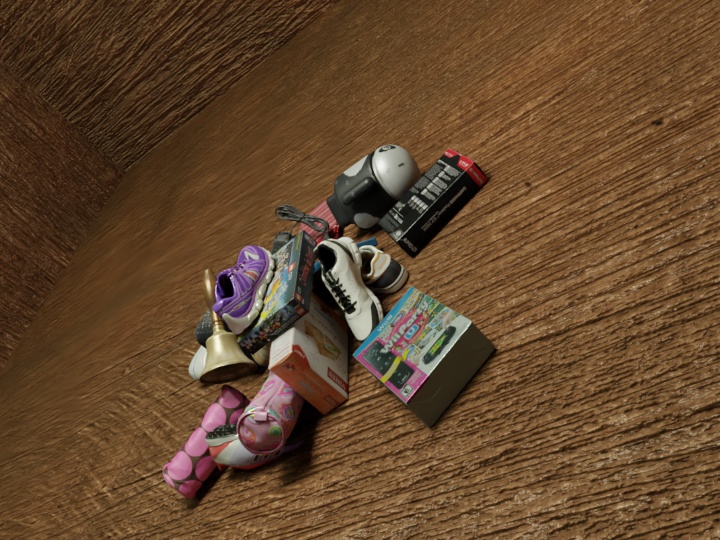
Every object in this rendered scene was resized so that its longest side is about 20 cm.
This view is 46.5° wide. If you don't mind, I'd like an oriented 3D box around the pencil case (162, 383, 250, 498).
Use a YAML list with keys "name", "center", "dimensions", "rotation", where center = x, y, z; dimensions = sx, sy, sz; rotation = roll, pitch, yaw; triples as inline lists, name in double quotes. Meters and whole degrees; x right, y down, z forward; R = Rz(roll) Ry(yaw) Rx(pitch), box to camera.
- name: "pencil case"
  center: [-0.270, 0.305, 1.505]
  dimensions: [0.201, 0.091, 0.094]
  rotation: [-52, 20, -6]

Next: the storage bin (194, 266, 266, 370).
- name: "storage bin"
  center: [-0.219, 0.088, 1.673]
  dimensions: [0.093, 0.135, 0.201]
  rotation: [-12, 42, 50]

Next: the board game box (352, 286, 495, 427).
- name: "board game box"
  center: [0.088, 0.121, 1.237]
  dimensions: [0.148, 0.064, 0.200]
  rotation: [-49, 24, -5]

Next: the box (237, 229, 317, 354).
- name: "box"
  center: [-0.139, 0.034, 1.429]
  dimensions: [0.136, 0.038, 0.201]
  rotation: [-37, 27, 25]

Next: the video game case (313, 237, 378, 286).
- name: "video game case"
  center: [-0.075, 0.000, 1.610]
  dimensions: [0.199, 0.018, 0.142]
  rotation: [-32, -7, 38]

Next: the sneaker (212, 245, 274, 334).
- name: "sneaker"
  center: [-0.202, 0.014, 1.415]
  dimensions: [0.080, 0.083, 0.201]
  rotation: [-37, 26, 25]

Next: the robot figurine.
- name: "robot figurine"
  center: [0.026, -0.166, 1.671]
  dimensions: [0.199, 0.124, 0.151]
  rotation: [-32, 37, 30]

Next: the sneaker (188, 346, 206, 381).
- name: "sneaker"
  center: [-0.295, 0.149, 1.801]
  dimensions: [0.070, 0.073, 0.202]
  rotation: [-3, 58, 43]

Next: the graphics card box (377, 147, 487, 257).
- name: "graphics card box"
  center: [0.130, -0.127, 1.542]
  dimensions: [0.200, 0.051, 0.126]
  rotation: [-45, 26, 2]

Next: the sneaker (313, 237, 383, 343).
- name: "sneaker"
  center: [-0.026, 0.036, 1.428]
  dimensions: [0.074, 0.080, 0.202]
  rotation: [-37, 65, 32]

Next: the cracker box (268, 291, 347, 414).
- name: "cracker box"
  center: [-0.083, 0.126, 1.413]
  dimensions: [0.057, 0.134, 0.201]
  rotation: [-36, 28, 22]

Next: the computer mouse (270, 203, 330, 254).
- name: "computer mouse"
  center: [-0.130, -0.031, 1.789]
  dimensions: [0.046, 0.139, 0.203]
  rotation: [-8, -68, -71]

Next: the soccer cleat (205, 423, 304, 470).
- name: "soccer cleat"
  center: [-0.171, 0.297, 1.403]
  dimensions: [0.198, 0.074, 0.068]
  rotation: [-9, 13, 30]

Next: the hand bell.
- name: "hand bell"
  center: [-0.256, 0.091, 1.502]
  dimensions: [0.104, 0.104, 0.202]
  rotation: [-29, 65, 32]

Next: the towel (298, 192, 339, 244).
- name: "towel"
  center: [-0.091, -0.095, 1.873]
  dimensions: [0.144, 0.022, 0.201]
  rotation: [-36, 25, 26]

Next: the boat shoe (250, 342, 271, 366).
- name: "boat shoe"
  center: [-0.209, 0.090, 1.544]
  dimensions: [0.065, 0.071, 0.201]
  rotation: [-60, 43, 26]

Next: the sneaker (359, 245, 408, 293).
- name: "sneaker"
  center: [0.000, 0.000, 1.532]
  dimensions: [0.199, 0.079, 0.079]
  rotation: [-12, 43, 53]

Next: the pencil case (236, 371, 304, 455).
- name: "pencil case"
  center: [-0.135, 0.215, 1.360]
  dimensions: [0.087, 0.088, 0.200]
  rotation: [-36, 10, 22]
